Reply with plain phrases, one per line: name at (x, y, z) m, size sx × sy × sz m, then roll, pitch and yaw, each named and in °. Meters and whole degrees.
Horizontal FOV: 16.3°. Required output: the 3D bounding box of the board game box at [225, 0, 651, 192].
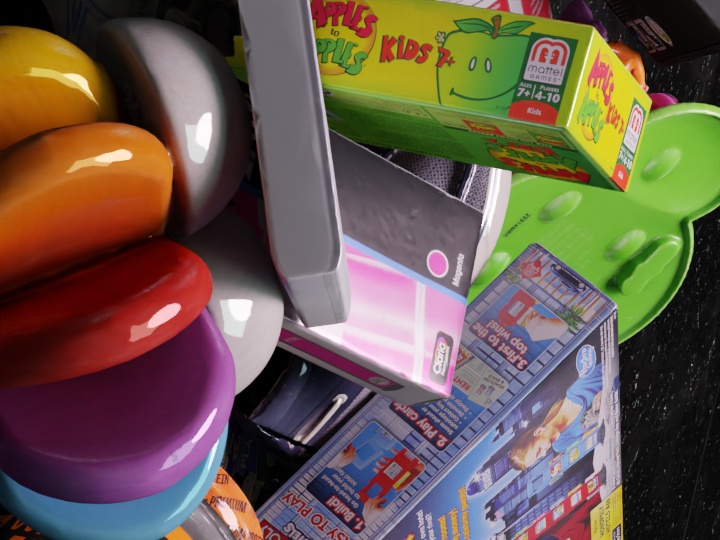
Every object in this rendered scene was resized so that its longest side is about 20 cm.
board game box at (0.020, -0.087, 1.128) m, size 0.102 × 0.200 × 0.048 m, roll 34°, pitch 70°, yaw -65°

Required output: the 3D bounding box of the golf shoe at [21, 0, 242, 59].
golf shoe at (-0.102, -0.137, 0.943) m, size 0.200 × 0.097 × 0.078 m, roll 89°, pitch 21°, yaw -52°

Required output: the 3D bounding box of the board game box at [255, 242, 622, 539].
board game box at (0.037, 0.119, 1.230) m, size 0.200 × 0.062 × 0.200 m, roll -35°, pitch 143°, yaw -23°

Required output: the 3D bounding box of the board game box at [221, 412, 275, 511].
board game box at (-0.065, 0.032, 1.210) m, size 0.135 × 0.029 × 0.200 m, roll 26°, pitch 77°, yaw -65°

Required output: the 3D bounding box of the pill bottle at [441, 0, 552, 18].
pill bottle at (0.030, -0.158, 1.230) m, size 0.112 × 0.112 × 0.200 m, roll -62°, pitch 152°, yaw -32°

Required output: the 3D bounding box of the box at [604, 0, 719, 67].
box at (0.116, -0.191, 1.237) m, size 0.047 × 0.200 × 0.193 m, roll -41°, pitch -176°, yaw 1°

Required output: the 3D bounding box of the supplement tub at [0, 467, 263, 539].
supplement tub at (-0.126, 0.158, 1.015) m, size 0.200 × 0.122 × 0.123 m, roll -50°, pitch 144°, yaw -48°

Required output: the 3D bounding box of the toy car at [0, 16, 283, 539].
toy car at (-0.104, 0.018, 0.903) m, size 0.175 × 0.150 × 0.200 m, roll -23°, pitch 132°, yaw -17°

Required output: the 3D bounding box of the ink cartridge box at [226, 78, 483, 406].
ink cartridge box at (-0.034, -0.019, 1.102) m, size 0.200 × 0.037 × 0.095 m, roll 26°, pitch 65°, yaw -31°

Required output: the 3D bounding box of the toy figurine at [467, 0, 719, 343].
toy figurine at (0.099, -0.078, 1.351) m, size 0.150 × 0.200 × 0.184 m, roll 26°, pitch 33°, yaw -36°

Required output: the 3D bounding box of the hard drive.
hard drive at (-0.025, -0.052, 0.982) m, size 0.200 × 0.027 × 0.132 m, roll 79°, pitch 3°, yaw -84°

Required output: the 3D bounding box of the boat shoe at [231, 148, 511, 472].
boat shoe at (0.000, 0.000, 1.188) m, size 0.200 × 0.075 × 0.093 m, roll -64°, pitch 152°, yaw -3°

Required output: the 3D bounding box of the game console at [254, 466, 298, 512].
game console at (-0.015, 0.137, 1.347) m, size 0.172 × 0.119 × 0.200 m, roll -18°, pitch 132°, yaw -31°
